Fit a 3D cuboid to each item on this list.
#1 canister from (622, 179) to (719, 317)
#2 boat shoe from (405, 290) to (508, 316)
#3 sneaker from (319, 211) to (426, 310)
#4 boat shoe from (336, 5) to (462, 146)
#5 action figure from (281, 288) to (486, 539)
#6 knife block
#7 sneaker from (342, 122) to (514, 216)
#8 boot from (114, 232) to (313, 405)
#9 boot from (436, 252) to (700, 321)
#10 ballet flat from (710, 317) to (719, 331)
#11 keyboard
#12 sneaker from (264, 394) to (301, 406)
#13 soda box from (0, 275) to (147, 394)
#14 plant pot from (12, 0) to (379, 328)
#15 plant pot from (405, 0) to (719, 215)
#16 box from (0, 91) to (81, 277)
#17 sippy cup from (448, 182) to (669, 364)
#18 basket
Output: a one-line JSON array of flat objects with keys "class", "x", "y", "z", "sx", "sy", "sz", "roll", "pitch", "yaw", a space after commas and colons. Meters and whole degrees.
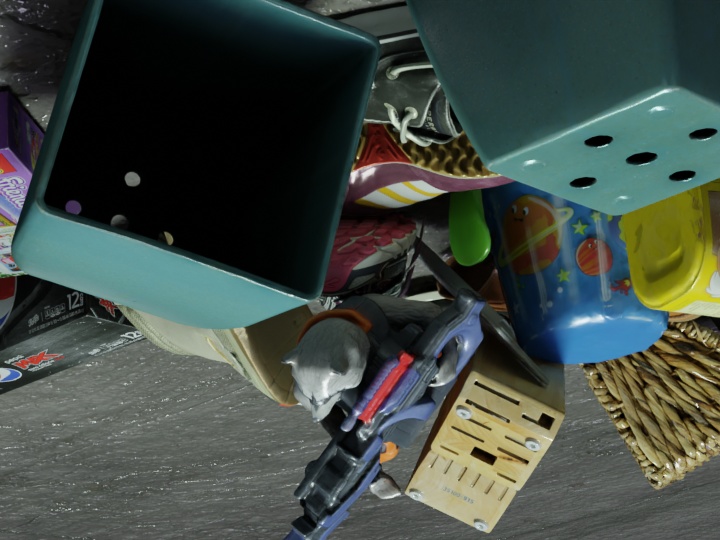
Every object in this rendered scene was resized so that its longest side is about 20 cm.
[{"class": "canister", "x": 0.263, "y": -0.035, "z": 1.130, "sx": 0.200, "sy": 0.149, "sz": 0.087, "roll": 7, "pitch": 157, "yaw": -26}, {"class": "boat shoe", "x": 0.096, "y": 0.060, "z": 1.467, "sx": 0.072, "sy": 0.068, "sz": 0.200, "roll": -14, "pitch": 157, "yaw": 26}, {"class": "sneaker", "x": 0.000, "y": 0.000, "z": 1.160, "sx": 0.080, "sy": 0.075, "sz": 0.200, "roll": 4, "pitch": -176, "yaw": 9}, {"class": "boat shoe", "x": 0.035, "y": -0.104, "z": 0.997, "sx": 0.200, "sy": 0.064, "sz": 0.071, "roll": -12, "pitch": 159, "yaw": 20}, {"class": "action figure", "x": -0.009, "y": 0.084, "z": 1.111, "sx": 0.200, "sy": 0.105, "sz": 0.193, "roll": -51, "pitch": 159, "yaw": -5}, {"class": "knife block", "x": 0.097, "y": 0.071, "z": 1.202, "sx": 0.064, "sy": 0.176, "sz": 0.200, "roll": 24, "pitch": 145, "yaw": 2}, {"class": "sneaker", "x": 0.031, "y": -0.074, "z": 1.087, "sx": 0.199, "sy": 0.075, "sz": 0.090, "roll": -4, "pitch": 170, "yaw": 15}, {"class": "boot", "x": -0.114, "y": -0.010, "z": 1.186, "sx": 0.155, "sy": 0.072, "sz": 0.200, "roll": 17, "pitch": 141, "yaw": 47}, {"class": "boot", "x": 0.161, "y": -0.003, "z": 1.306, "sx": 0.154, "sy": 0.074, "sz": 0.200, "roll": 10, "pitch": 153, "yaw": -27}, {"class": "ballet flat", "x": 0.310, "y": 0.032, "z": 1.446, "sx": 0.069, "sy": 0.070, "sz": 0.200, "roll": -8, "pitch": 160, "yaw": 6}, {"class": "keyboard", "x": 0.068, "y": 0.019, "z": 1.193, "sx": 0.011, "sy": 0.200, "sz": 0.056, "roll": -38, "pitch": 117, "yaw": -2}, {"class": "sneaker", "x": 0.002, "y": 0.073, "z": 1.480, "sx": 0.108, "sy": 0.067, "sz": 0.201, "roll": -17, "pitch": 161, "yaw": 26}, {"class": "soda box", "x": -0.237, "y": 0.037, "z": 1.318, "sx": 0.200, "sy": 0.063, "sz": 0.071, "roll": -21, "pitch": 154, "yaw": 36}, {"class": "plant pot", "x": -0.103, "y": -0.050, "z": 0.958, "sx": 0.141, "sy": 0.142, "sz": 0.200, "roll": 19, "pitch": 162, "yaw": -16}, {"class": "plant pot", "x": 0.100, "y": -0.135, "z": 0.730, "sx": 0.141, "sy": 0.200, "sz": 0.141, "roll": -23, "pitch": 154, "yaw": 38}, {"class": "box", "x": -0.247, "y": -0.044, "z": 1.127, "sx": 0.136, "sy": 0.039, "sz": 0.200, "roll": -7, "pitch": 160, "yaw": 7}, {"class": "sippy cup", "x": 0.142, "y": -0.013, "z": 1.182, "sx": 0.177, "sy": 0.131, "sz": 0.140, "roll": -5, "pitch": 161, "yaw": -3}, {"class": "basket", "x": 0.262, "y": 0.080, "z": 1.471, "sx": 0.149, "sy": 0.143, "sz": 0.200, "roll": -32, "pitch": 169, "yaw": 5}]
